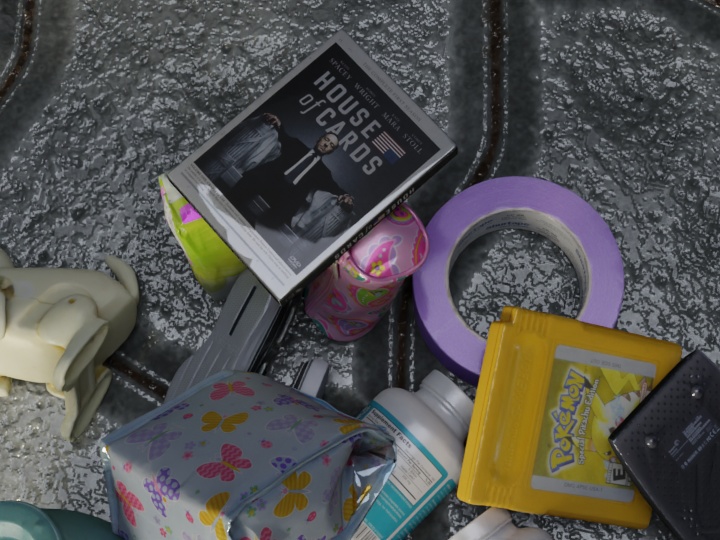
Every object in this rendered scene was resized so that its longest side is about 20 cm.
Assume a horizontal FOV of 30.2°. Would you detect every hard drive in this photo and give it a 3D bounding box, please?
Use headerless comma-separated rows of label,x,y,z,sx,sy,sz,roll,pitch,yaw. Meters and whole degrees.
hard drive,0.319,0.186,1.203,0.135,0.042,0.200,-43,97,-17

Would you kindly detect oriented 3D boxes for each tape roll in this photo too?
tape roll,0.149,0.015,1.281,0.199,0.066,0.201,-1,75,2

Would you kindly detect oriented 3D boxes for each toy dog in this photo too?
toy dog,-0.324,0.034,1.258,0.199,0.140,0.195,23,65,7

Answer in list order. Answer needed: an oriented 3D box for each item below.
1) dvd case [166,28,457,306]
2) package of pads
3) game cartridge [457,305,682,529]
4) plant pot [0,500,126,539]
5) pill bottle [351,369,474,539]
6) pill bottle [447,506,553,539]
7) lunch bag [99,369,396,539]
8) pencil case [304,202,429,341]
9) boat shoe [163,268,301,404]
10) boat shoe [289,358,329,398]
dvd case,-0.040,-0.089,1.126,0.200,0.025,0.150,-41,76,-8
package of pads,-0.095,-0.048,1.235,0.154,0.200,0.068,-21,69,-2
game cartridge,0.191,0.134,1.202,0.199,0.032,0.177,12,87,-28
plant pot,-0.267,0.288,1.131,0.199,0.188,0.201,-10,57,16
pill bottle,0.022,0.185,1.219,0.200,0.111,0.111,-44,78,-9
pill bottle,0.154,0.309,1.182,0.112,0.112,0.200,-35,78,-7
lunch bag,-0.087,0.172,1.125,0.169,0.128,0.200,20,38,37
pencil case,0.000,0.000,1.219,0.087,0.200,0.088,3,72,-10
boat shoe,-0.115,0.091,1.266,0.072,0.071,0.200,43,105,38
boat shoe,-0.093,0.168,1.253,0.066,0.070,0.201,24,85,6
